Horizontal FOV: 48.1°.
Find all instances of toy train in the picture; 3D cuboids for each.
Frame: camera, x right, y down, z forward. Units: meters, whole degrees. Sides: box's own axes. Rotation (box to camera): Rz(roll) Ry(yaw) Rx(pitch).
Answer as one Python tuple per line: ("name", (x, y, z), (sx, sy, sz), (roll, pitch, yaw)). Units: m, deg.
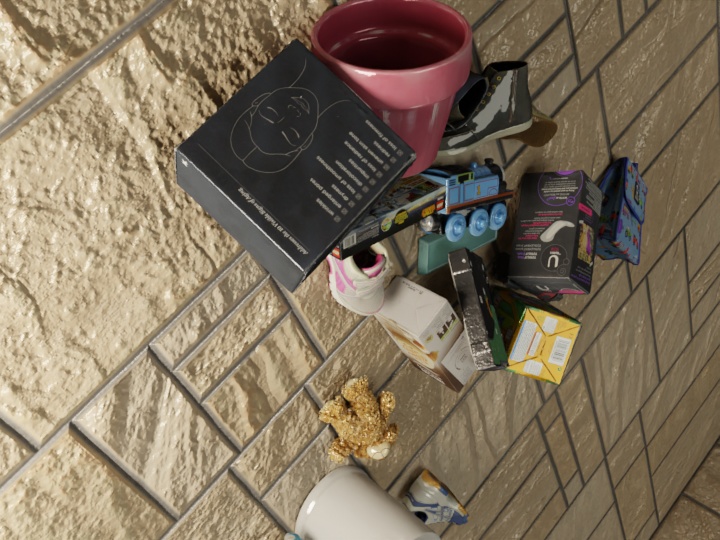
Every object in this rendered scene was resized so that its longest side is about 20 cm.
("toy train", (0.171, -0.118, 1.314), (0.199, 0.086, 0.116), (-16, 116, -40))

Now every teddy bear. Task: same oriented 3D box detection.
("teddy bear", (0.004, 0.259, 1.352), (0.144, 0.067, 0.202), (-32, 130, -27))

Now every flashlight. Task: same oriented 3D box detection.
("flashlight", (0.328, 0.011, 1.565), (0.199, 0.068, 0.068), (21, 99, -45))

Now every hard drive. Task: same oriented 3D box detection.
("hard drive", (0.201, 0.069, 1.365), (0.140, 0.037, 0.202), (16, 58, -69))

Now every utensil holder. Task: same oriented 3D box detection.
("utensil holder", (0.014, 0.456, 1.366), (0.169, 0.199, 0.172), (-22, 125, -36))

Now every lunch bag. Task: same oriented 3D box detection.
("lunch bag", (0.551, -0.135, 1.714), (0.150, 0.093, 0.202), (29, 77, -48))

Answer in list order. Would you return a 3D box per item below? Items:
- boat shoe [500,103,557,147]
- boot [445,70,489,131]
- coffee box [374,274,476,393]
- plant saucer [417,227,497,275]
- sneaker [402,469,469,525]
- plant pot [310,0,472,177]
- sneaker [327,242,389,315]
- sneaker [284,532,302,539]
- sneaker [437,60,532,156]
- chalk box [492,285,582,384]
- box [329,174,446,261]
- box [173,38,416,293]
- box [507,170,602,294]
("boat shoe", (0.251, -0.260, 1.347), (0.199, 0.063, 0.073), (15, 126, -46))
("boot", (0.097, -0.228, 1.164), (0.200, 0.097, 0.075), (-51, 138, -13))
("coffee box", (0.115, 0.109, 1.351), (0.080, 0.114, 0.200), (-51, 137, -12))
("plant saucer", (0.174, -0.053, 1.400), (0.199, 0.019, 0.071), (-25, 128, -37))
("sneaker", (0.148, 0.473, 1.624), (0.088, 0.075, 0.200), (-44, 131, -3))
("plant pot", (0.039, -0.227, 1.041), (0.199, 0.199, 0.180), (-34, 142, -29))
("sneaker", (0.000, 0.000, 1.192), (0.081, 0.088, 0.201), (-44, 136, -20))
("sneaker", (-0.165, 0.508, 1.306), (0.199, 0.081, 0.077), (-32, 136, -5))
("sneaker", (0.167, -0.249, 1.226), (0.198, 0.075, 0.107), (-22, 126, -15))
("chalk box", (0.300, 0.112, 1.515), (0.123, 0.200, 0.126), (17, 97, -16))
("box", (0.002, -0.089, 1.110), (0.199, 0.136, 0.040), (-27, 131, -33))
("box", (-0.078, -0.119, 0.945), (0.197, 0.200, 0.124), (-46, 180, -19))
("box", (0.353, -0.067, 1.456), (0.106, 0.121, 0.202), (28, 69, -49))
